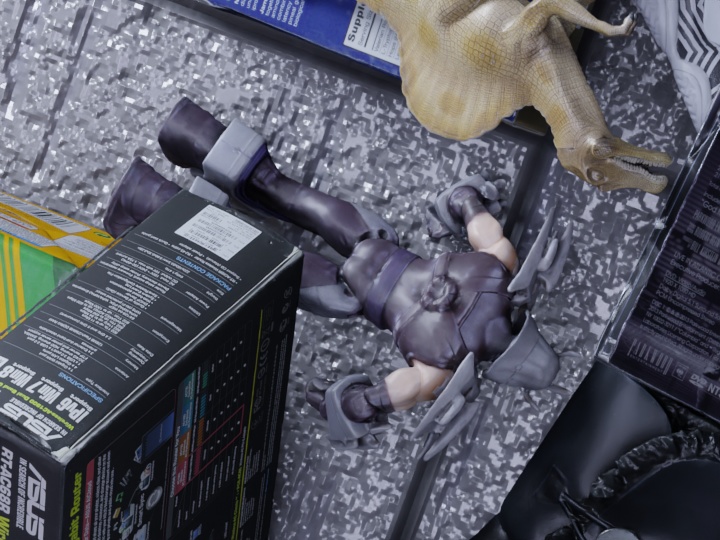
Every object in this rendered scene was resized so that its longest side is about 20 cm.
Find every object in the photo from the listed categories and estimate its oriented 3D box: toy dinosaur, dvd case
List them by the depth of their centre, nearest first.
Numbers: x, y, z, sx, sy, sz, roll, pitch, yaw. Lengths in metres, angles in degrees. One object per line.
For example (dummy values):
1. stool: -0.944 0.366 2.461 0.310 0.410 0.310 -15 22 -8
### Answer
1. toy dinosaur: 0.041 -0.102 1.073 0.200 0.058 0.101 36 105 34
2. dvd case: 0.187 -0.028 1.088 0.149 0.016 0.200 27 88 -29

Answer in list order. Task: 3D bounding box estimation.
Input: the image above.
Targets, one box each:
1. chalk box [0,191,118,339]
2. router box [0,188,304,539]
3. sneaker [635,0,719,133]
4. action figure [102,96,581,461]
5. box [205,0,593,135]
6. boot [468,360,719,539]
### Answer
1. chalk box: -0.183 0.066 1.182 0.125 0.124 0.200 22 96 12
2. router box: -0.096 0.089 1.104 0.062 0.150 0.200 27 134 21
3. sneaker: 0.175 -0.104 1.118 0.115 0.075 0.200 -27 82 15
4. action figure: 0.000 0.000 1.153 0.200 0.069 0.130 28 62 12
5. box: 0.013 -0.143 1.153 0.200 0.032 0.121 24 98 35
6. boot: 0.125 0.148 1.137 0.200 0.076 0.168 45 104 14
